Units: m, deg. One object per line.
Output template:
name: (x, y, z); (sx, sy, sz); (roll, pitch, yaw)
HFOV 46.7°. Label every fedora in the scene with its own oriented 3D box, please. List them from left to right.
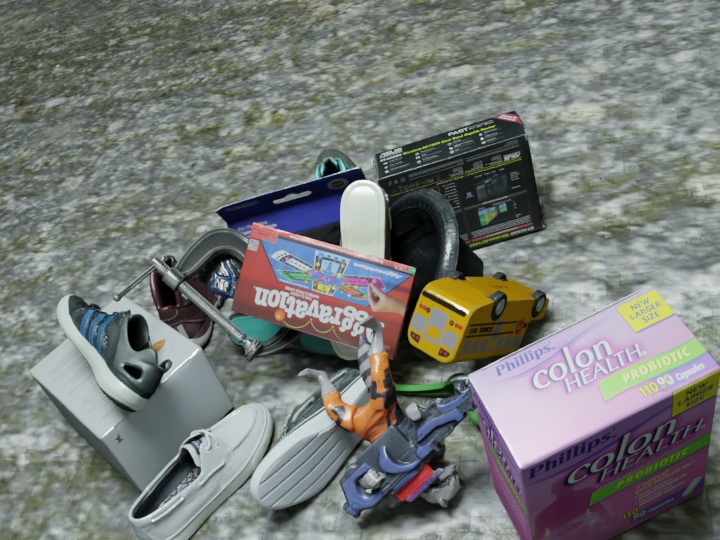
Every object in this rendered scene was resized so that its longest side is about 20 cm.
fedora: (0.081, 0.001, 0.995); (0.200, 0.090, 0.205); (-34, 49, 50)

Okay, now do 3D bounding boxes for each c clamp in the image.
c clamp: (-0.160, 0.035, 0.984); (0.198, 0.027, 0.172); (35, 55, 2)

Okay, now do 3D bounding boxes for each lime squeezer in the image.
lime squeezer: (0.109, 0.151, 0.889); (0.070, 0.038, 0.199); (-35, 42, -16)

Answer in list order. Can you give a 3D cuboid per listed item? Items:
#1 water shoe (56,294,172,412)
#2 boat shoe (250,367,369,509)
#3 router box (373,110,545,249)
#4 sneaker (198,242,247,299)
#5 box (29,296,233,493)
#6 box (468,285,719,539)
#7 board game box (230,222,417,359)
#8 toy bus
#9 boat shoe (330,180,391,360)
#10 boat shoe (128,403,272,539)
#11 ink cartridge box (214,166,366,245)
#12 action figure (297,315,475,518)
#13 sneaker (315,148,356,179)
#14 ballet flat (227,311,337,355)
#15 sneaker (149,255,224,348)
water shoe: (-0.275, 0.077, 0.948); (0.079, 0.072, 0.200); (-46, 52, -3)
boat shoe: (-0.051, 0.181, 0.915); (0.199, 0.073, 0.070); (-36, 31, -32)
router box: (0.128, -0.101, 1.076); (0.196, 0.152, 0.063); (-15, 38, 7)
sneaker: (-0.114, 0.015, 1.073); (0.196, 0.078, 0.077); (5, 67, -26)
box: (-0.281, 0.145, 1.022); (0.152, 0.108, 0.198); (-42, 43, -24)
box: (0.201, 0.143, 0.718); (0.173, 0.202, 0.097); (-24, 46, -5)
board game box: (-0.042, 0.022, 0.938); (0.196, 0.019, 0.105); (15, 91, 11)
toy bus: (0.134, 0.049, 0.906); (0.064, 0.080, 0.198); (26, 14, 32)
boat shoe: (0.003, 0.000, 0.975); (0.070, 0.207, 0.060); (6, 1, 12)
boat shoe: (-0.177, 0.215, 0.924); (0.071, 0.069, 0.200); (24, 57, 42)
ink cartridge box: (-0.065, -0.053, 1.085); (0.195, 0.200, 0.041); (-15, 70, 9)
action figure: (0.047, 0.141, 0.838); (0.199, 0.104, 0.195); (-37, 79, 20)
sneaker: (-0.035, -0.139, 1.242); (0.076, 0.092, 0.202); (-19, 39, 1)
ballet flat: (-0.075, 0.066, 1.055); (0.195, 0.069, 0.064); (0, 13, 21)
sneaker: (-0.235, 0.006, 1.150); (0.074, 0.117, 0.202); (-11, 40, 12)
